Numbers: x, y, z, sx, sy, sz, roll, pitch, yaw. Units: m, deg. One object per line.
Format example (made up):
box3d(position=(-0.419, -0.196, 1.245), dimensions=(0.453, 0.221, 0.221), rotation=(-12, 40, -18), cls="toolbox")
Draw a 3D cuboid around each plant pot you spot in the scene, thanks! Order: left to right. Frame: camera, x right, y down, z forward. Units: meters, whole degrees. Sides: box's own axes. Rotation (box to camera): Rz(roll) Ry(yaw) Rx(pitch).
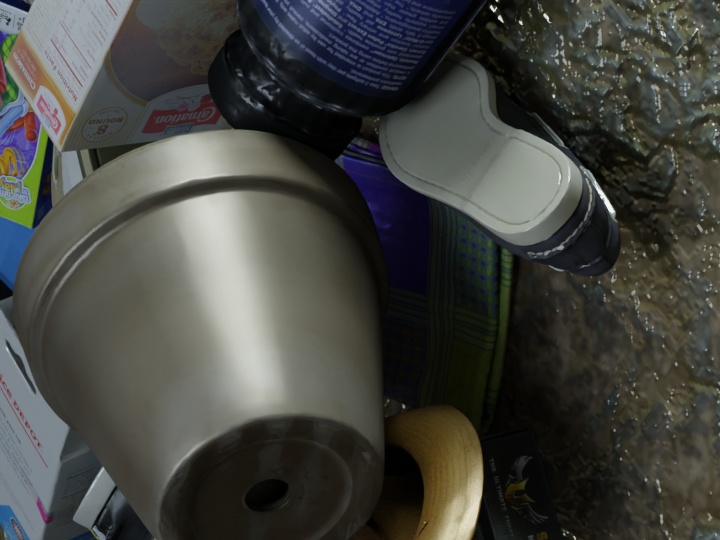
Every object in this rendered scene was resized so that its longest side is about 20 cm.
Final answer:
box3d(position=(-0.067, 0.059, 1.522), dimensions=(0.174, 0.200, 0.200), rotation=(-110, 35, -46), cls="plant pot")

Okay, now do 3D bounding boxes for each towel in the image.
box3d(position=(0.000, 0.000, 1.639), dimensions=(0.200, 0.023, 0.144), rotation=(21, 116, 37), cls="towel")

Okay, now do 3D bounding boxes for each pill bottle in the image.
box3d(position=(0.005, -0.151, 1.530), dimensions=(0.200, 0.112, 0.112), rotation=(-52, 59, 33), cls="pill bottle")

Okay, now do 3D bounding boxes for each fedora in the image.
box3d(position=(0.012, 0.163, 1.533), dimensions=(0.082, 0.201, 0.200), rotation=(43, 148, -24), cls="fedora")

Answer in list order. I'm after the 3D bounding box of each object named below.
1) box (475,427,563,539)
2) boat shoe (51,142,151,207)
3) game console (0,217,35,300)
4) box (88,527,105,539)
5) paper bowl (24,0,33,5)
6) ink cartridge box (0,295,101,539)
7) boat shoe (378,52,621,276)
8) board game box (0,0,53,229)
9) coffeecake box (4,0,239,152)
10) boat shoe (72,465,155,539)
box3d(position=(0.053, 0.199, 1.620), dimensions=(0.158, 0.048, 0.200), rotation=(-22, 81, 50), cls="box")
box3d(position=(-0.138, -0.014, 1.738), dimensions=(0.068, 0.075, 0.200), rotation=(25, 123, 58), cls="boat shoe")
box3d(position=(-0.267, -0.082, 1.862), dimensions=(0.118, 0.170, 0.200), rotation=(-109, 34, -52), cls="game console")
box3d(position=(-0.076, 0.188, 1.754), dimensions=(0.200, 0.070, 0.064), rotation=(48, 129, 32), cls="box")
box3d(position=(-0.150, -0.243, 1.672), dimensions=(0.104, 0.201, 0.201), rotation=(27, 130, -5), cls="paper bowl")
box3d(position=(-0.189, 0.087, 1.824), dimensions=(0.115, 0.068, 0.200), rotation=(57, 153, 21), cls="ink cartridge box")
box3d(position=(0.071, -0.050, 1.524), dimensions=(0.073, 0.063, 0.200), rotation=(-49, 32, 3), cls="boat shoe")
box3d(position=(-0.261, -0.125, 1.788), dimensions=(0.200, 0.045, 0.135), rotation=(21, 118, 16), cls="board game box")
box3d(position=(-0.083, -0.164, 1.617), dimensions=(0.073, 0.153, 0.200), rotation=(56, 136, 27), cls="coffeecake box")
box3d(position=(-0.091, 0.079, 1.685), dimensions=(0.060, 0.074, 0.200), rotation=(32, 108, -3), cls="boat shoe")
